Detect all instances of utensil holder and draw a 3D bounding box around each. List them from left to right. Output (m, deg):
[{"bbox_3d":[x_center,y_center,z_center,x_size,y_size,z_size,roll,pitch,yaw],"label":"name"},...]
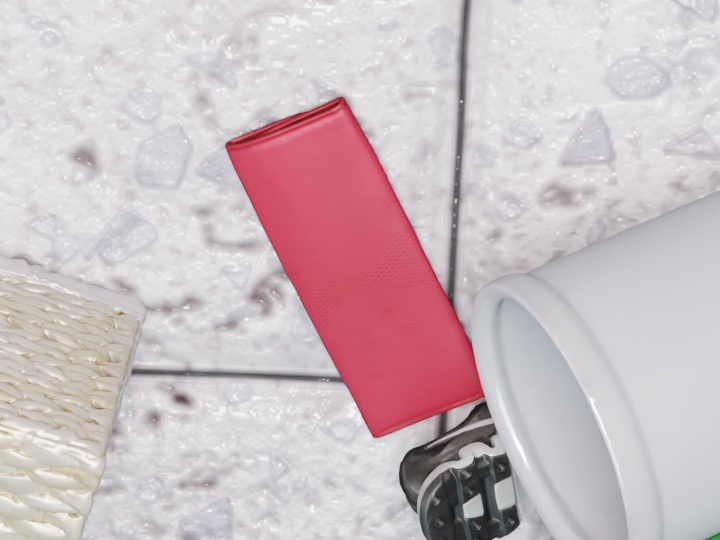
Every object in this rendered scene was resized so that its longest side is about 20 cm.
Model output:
[{"bbox_3d":[0.183,0.046,1.464,0.199,0.170,0.171,-24,118,-15],"label":"utensil holder"}]

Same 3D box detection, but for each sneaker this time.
[{"bbox_3d":[0.108,0.097,1.582,0.199,0.090,0.067,-17,113,-19],"label":"sneaker"}]

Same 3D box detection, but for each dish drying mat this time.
[{"bbox_3d":[0.000,0.000,1.559,0.076,0.018,0.201,-22,116,11],"label":"dish drying mat"}]

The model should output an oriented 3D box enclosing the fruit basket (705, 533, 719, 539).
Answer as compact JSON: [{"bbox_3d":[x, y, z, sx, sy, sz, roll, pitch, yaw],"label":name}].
[{"bbox_3d":[0.198,0.261,1.491,0.214,0.155,0.217,0,91,-9],"label":"fruit basket"}]

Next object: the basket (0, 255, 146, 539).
[{"bbox_3d":[-0.242,0.103,1.540,0.199,0.161,0.199,18,118,-7],"label":"basket"}]
